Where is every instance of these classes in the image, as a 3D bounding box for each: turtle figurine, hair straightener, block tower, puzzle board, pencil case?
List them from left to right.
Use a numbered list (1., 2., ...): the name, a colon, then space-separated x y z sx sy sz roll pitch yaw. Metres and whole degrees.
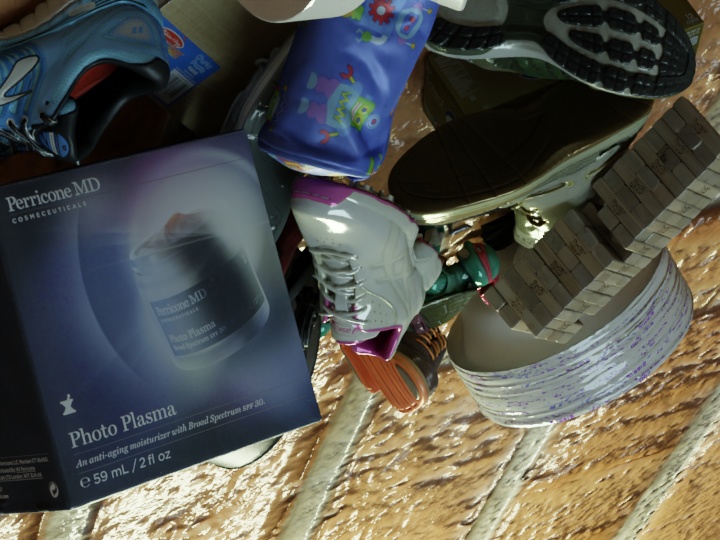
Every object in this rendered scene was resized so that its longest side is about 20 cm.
1. puzzle board: -0.065 -0.149 1.313 0.151 0.017 0.200 -36 150 10
2. hair straightener: -0.032 0.010 1.405 0.041 0.200 0.077 -29 114 32
3. pencil case: 0.006 -0.151 1.233 0.087 0.078 0.201 20 97 -16
4. turtle figurine: 0.030 0.002 1.526 0.199 0.101 0.150 -22 167 4
5. block tower: 0.182 -0.030 1.424 0.200 0.054 0.058 -46 155 17

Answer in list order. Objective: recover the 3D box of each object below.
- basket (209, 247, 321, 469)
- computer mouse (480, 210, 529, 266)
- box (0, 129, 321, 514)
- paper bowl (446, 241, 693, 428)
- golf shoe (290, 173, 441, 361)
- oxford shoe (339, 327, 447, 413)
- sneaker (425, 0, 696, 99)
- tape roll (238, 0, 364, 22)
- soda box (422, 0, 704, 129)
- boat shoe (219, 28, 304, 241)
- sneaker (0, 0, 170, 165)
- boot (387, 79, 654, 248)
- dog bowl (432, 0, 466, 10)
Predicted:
1. basket: -0.152 0.053 1.424 0.200 0.136 0.181 8 114 -43
2. computer mouse: 0.151 -0.025 1.564 0.109 0.200 0.044 -29 112 7
3. box: -0.155 0.031 1.263 0.200 0.199 0.123 -17 -177 -39
4. paper bowl: 0.162 0.028 1.637 0.200 0.201 0.105 -32 113 1
5. golf shoe: 0.000 0.000 1.355 0.200 0.075 0.092 44 62 -61
6. oxford shoe: 0.035 0.062 1.605 0.073 0.071 0.200 -32 -168 -8
7. sneaker: 0.130 -0.159 1.365 0.089 0.199 0.077 67 39 -81
8. tape roll: -0.037 -0.229 1.030 0.037 0.203 0.203 -9 144 -25
9. soda box: 0.146 -0.148 1.460 0.199 0.064 0.068 -22 150 -15
10. boat shoe: -0.061 -0.092 1.336 0.074 0.065 0.202 4 133 -28
11. sneaker: -0.201 -0.097 1.188 0.200 0.090 0.078 -31 150 5
12. boot: 0.114 -0.057 1.437 0.199 0.072 0.155 -24 153 -12
13. dog bowl: 0.053 -0.249 1.088 0.079 0.200 0.200 20 138 0
